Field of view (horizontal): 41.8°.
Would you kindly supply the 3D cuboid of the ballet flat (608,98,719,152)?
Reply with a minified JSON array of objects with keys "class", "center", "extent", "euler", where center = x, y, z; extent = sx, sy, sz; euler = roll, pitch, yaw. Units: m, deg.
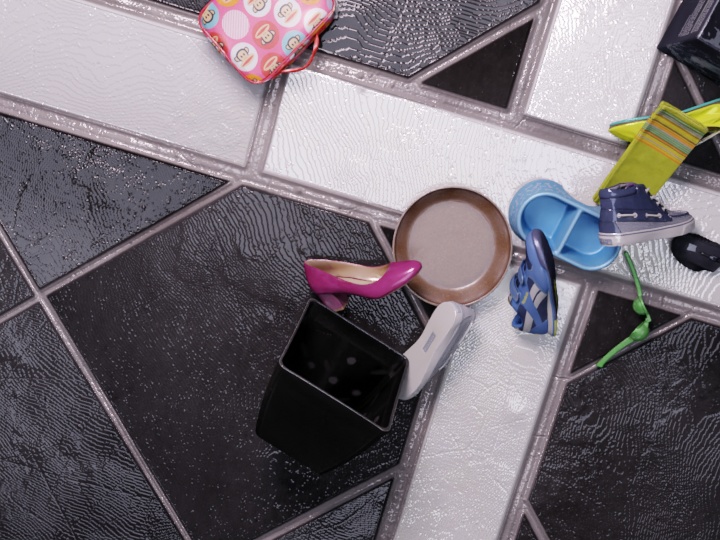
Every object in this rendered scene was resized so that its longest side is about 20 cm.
[{"class":"ballet flat","center":[0.499,-0.224,1.508],"extent":[0.197,0.067,0.068],"euler":[-12,90,1]}]

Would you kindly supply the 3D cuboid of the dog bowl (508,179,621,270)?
[{"class":"dog bowl","center":[0.339,-0.069,1.541],"extent":[0.198,0.050,0.112],"euler":[25,108,-4]}]

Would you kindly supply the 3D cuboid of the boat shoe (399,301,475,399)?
[{"class":"boat shoe","center":[0.125,0.137,1.582],"extent":[0.068,0.072,0.202],"euler":[12,114,-36]}]

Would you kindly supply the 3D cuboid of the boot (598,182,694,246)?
[{"class":"boot","center":[0.458,-0.097,1.496],"extent":[0.198,0.072,0.092],"euler":[-12,102,-33]}]

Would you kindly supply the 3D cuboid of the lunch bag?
[{"class":"lunch bag","center":[-0.135,-0.394,1.482],"extent":[0.200,0.082,0.176],"euler":[-41,98,7]}]

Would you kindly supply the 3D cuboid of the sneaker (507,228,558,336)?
[{"class":"sneaker","center":[0.277,0.025,1.532],"extent":[0.081,0.074,0.202],"euler":[0,123,17]}]

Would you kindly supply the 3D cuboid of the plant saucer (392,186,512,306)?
[{"class":"plant saucer","center":[0.151,-0.040,1.564],"extent":[0.197,0.037,0.203],"euler":[0,100,0]}]

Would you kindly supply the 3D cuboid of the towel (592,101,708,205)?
[{"class":"towel","center":[0.458,-0.168,1.503],"extent":[0.085,0.018,0.201],"euler":[28,125,-2]}]

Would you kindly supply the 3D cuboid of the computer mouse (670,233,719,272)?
[{"class":"computer mouse","center":[0.607,-0.010,1.563],"extent":[0.198,0.034,0.059],"euler":[20,99,-3]}]

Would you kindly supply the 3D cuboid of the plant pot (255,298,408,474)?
[{"class":"plant pot","center":[-0.061,0.206,1.534],"extent":[0.198,0.201,0.178],"euler":[31,120,-5]}]

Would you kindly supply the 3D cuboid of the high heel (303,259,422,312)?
[{"class":"high heel","center":[0.000,0.000,1.535],"extent":[0.198,0.068,0.097],"euler":[-23,109,24]}]

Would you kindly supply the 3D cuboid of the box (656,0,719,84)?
[{"class":"box","center":[0.583,-0.345,1.418],"extent":[0.195,0.200,0.118],"euler":[28,99,-4]}]

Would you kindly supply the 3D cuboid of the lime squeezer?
[{"class":"lime squeezer","center":[0.456,0.073,1.586],"extent":[0.070,0.038,0.203],"euler":[17,103,30]}]
